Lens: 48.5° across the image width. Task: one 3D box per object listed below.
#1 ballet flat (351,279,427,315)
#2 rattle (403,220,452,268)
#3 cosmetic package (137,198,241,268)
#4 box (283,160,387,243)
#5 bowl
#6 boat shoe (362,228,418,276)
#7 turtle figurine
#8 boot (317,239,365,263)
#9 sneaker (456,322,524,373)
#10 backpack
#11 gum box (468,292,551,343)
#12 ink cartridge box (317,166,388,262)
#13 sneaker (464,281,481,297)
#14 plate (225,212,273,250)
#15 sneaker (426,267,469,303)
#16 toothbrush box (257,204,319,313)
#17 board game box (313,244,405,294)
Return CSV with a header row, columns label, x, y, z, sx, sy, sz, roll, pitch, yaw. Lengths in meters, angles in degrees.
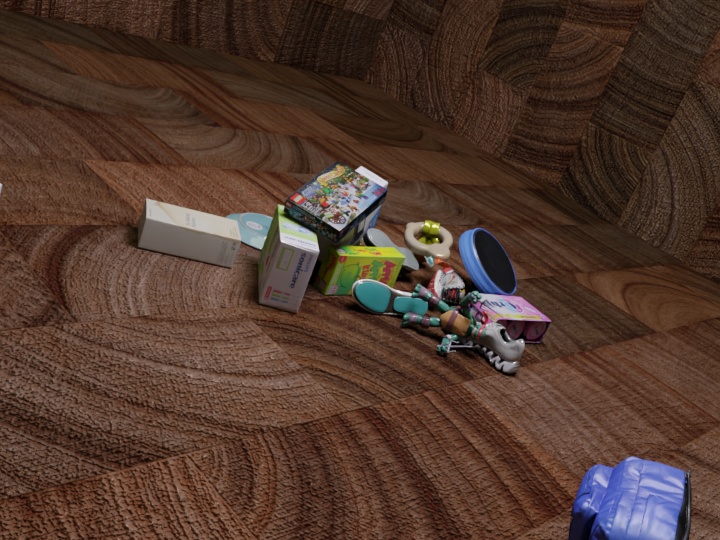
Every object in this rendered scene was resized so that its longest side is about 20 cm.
label,x,y,z,sx,sy,sz,roll,pitch,yaw
ballet flat,0.055,0.064,1.767,0.200,0.070,0.069,15,22,-28
rattle,0.168,-0.025,2.009,0.130,0.143,0.200,9,36,-28
cosmetic package,-0.359,-0.077,1.673,0.200,0.073,0.104,14,23,-23
box,-0.050,-0.149,1.696,0.136,0.038,0.200,32,43,14
bowl,0.322,-0.016,1.999,0.201,0.039,0.201,35,38,-34
boat shoe,0.063,-0.036,1.923,0.200,0.060,0.076,34,38,-41
turtle figurine,0.196,0.110,1.707,0.200,0.150,0.101,22,-8,15
boot,-0.031,-0.050,1.927,0.200,0.073,0.156,26,25,-9
sneaker,0.273,0.142,1.755,0.200,0.081,0.075,32,25,27
backpack,0.393,0.396,1.179,0.167,0.163,0.200,7,25,20
gum box,0.339,0.113,1.898,0.200,0.066,0.114,5,26,-37
ink cartridge box,-0.036,-0.124,1.814,0.084,0.145,0.200,32,43,16
sneaker,0.332,0.052,2.033,0.087,0.075,0.200,34,23,15
plate,-0.228,-0.097,1.907,0.200,0.026,0.200,20,22,-8
sneaker,0.214,0.041,1.935,0.082,0.078,0.200,30,23,15
toothbrush box,-0.152,-0.028,1.654,0.086,0.146,0.200,15,23,-16
board game box,0.000,0.000,1.793,0.200,0.102,0.048,1,29,-42
